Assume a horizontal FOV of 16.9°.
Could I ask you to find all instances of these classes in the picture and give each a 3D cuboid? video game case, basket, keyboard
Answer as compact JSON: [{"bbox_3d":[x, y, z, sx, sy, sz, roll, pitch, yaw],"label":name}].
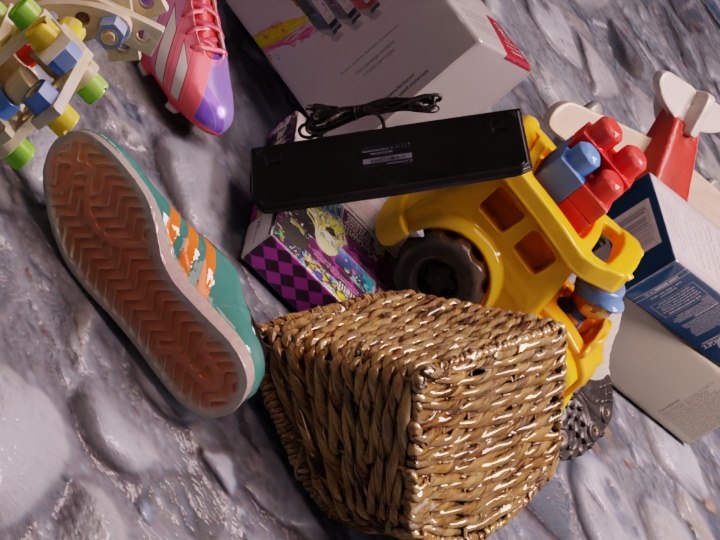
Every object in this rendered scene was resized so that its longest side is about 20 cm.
[{"bbox_3d":[0.000,0.000,1.784,0.200,0.036,0.182,45,26,-21],"label":"video game case"},{"bbox_3d":[0.029,0.102,1.636,0.200,0.148,0.144,-15,112,-55],"label":"basket"},{"bbox_3d":[0.019,-0.087,1.727,0.127,0.199,0.021,-95,176,-52],"label":"keyboard"}]

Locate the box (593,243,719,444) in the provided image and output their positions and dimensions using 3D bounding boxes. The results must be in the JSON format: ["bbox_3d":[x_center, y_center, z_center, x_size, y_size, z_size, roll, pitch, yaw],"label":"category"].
[{"bbox_3d":[0.252,0.066,2.114,0.200,0.082,0.069,39,29,-34],"label":"box"}]

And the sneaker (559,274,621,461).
[{"bbox_3d":[0.165,0.081,1.964,0.072,0.072,0.201,50,38,-28],"label":"sneaker"}]

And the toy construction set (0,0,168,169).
[{"bbox_3d":[-0.195,-0.133,1.478,0.092,0.131,0.200,51,24,-8],"label":"toy construction set"}]

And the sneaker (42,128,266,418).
[{"bbox_3d":[-0.127,-0.003,1.521,0.201,0.071,0.080,58,19,-4],"label":"sneaker"}]

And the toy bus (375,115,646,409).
[{"bbox_3d":[0.140,-0.015,1.783,0.200,0.192,0.136,52,23,-8],"label":"toy bus"}]

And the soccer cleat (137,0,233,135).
[{"bbox_3d":[-0.127,-0.191,1.748,0.067,0.076,0.201,20,41,-52],"label":"soccer cleat"}]

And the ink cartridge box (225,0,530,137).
[{"bbox_3d":[0.005,-0.197,1.880,0.200,0.144,0.145,55,15,15],"label":"ink cartridge box"}]

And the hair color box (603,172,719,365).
[{"bbox_3d":[0.289,0.009,2.079,0.200,0.060,0.100,33,35,-42],"label":"hair color box"}]

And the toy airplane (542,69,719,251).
[{"bbox_3d":[0.262,-0.087,2.257,0.199,0.141,0.201,-28,101,-37],"label":"toy airplane"}]

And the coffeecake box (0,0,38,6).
[{"bbox_3d":[-0.274,-0.265,1.577,0.201,0.073,0.153,55,25,1],"label":"coffeecake box"}]
